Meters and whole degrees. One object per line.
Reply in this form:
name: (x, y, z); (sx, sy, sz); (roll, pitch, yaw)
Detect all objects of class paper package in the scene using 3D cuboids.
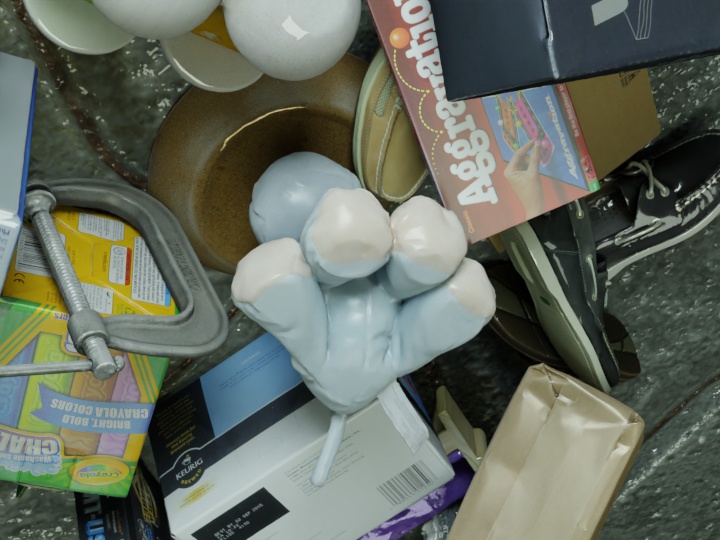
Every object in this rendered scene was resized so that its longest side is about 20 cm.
paper package: (0.151, 0.189, 1.049); (0.193, 0.102, 0.200); (-63, 165, -3)

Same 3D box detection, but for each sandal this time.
sandal: (0.166, 0.056, 1.095); (0.198, 0.083, 0.054); (19, 142, -41)

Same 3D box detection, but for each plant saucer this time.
plant saucer: (-0.052, -0.065, 0.917); (0.197, 0.036, 0.202); (-12, 131, -14)

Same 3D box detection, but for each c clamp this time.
c clamp: (-0.167, -0.002, 0.806); (0.169, 0.201, 0.027); (7, 126, -31)

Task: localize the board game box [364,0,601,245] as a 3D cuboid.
board game box: (0.074, -0.125, 0.809); (0.102, 0.019, 0.202); (-22, 105, 1)

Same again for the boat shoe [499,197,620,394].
boat shoe: (0.169, 0.019, 0.979); (0.067, 0.072, 0.201); (-35, 126, -11)

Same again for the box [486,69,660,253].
box: (0.140, -0.094, 0.922); (0.163, 0.021, 0.200); (-37, 157, 5)

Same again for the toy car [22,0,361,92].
toy car: (-0.093, -0.192, 0.731); (0.198, 0.174, 0.152); (12, 88, -29)

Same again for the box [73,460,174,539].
box: (-0.162, 0.262, 1.031); (0.049, 0.201, 0.199); (-25, 132, 3)

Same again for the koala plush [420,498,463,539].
koala plush: (0.125, 0.294, 1.210); (0.175, 0.184, 0.203); (4, 107, -9)

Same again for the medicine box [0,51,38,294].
medicine box: (-0.271, -0.014, 0.761); (0.102, 0.183, 0.202); (14, 122, -20)

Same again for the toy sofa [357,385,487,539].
toy sofa: (0.023, 0.200, 1.110); (0.199, 0.083, 0.098); (-34, 95, 8)

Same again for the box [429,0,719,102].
box: (0.141, -0.215, 0.737); (0.198, 0.117, 0.200); (-13, 96, -27)

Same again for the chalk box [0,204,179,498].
chalk box: (-0.208, 0.072, 0.896); (0.122, 0.125, 0.202); (11, 124, -16)

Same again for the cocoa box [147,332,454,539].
cocoa box: (-0.051, 0.139, 1.021); (0.199, 0.132, 0.134); (-33, 133, 7)

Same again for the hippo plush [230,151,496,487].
hippo plush: (0.000, 0.000, 0.857); (0.157, 0.162, 0.202); (-19, 126, 2)

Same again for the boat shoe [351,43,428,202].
boat shoe: (0.050, -0.131, 0.851); (0.071, 0.076, 0.202); (-3, 120, -37)

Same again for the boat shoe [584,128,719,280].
boat shoe: (0.216, -0.053, 1.017); (0.199, 0.074, 0.060); (-33, 138, 17)
